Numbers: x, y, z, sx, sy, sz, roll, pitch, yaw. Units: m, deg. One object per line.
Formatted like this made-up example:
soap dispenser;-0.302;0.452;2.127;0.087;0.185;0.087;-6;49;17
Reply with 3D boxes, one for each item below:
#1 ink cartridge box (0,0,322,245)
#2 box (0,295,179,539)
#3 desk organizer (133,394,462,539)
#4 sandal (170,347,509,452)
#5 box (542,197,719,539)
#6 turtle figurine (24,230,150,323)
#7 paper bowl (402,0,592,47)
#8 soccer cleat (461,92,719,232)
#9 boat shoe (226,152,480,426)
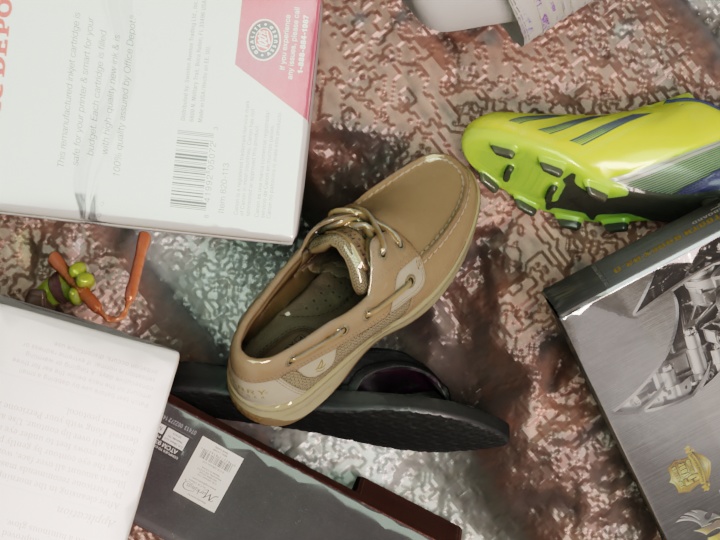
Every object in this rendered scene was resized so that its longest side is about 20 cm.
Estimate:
ink cartridge box;-0.126;-0.097;1.567;0.199;0.083;0.147;6;90;-1
box;-0.186;0.120;1.476;0.106;0.152;0.201;16;90;-17
desk organizer;-0.043;0.138;1.567;0.199;0.077;0.072;27;98;0
sandal;-0.011;0.066;1.577;0.199;0.075;0.048;10;73;0
box;0.213;0.063;1.552;0.158;0.048;0.201;-27;112;-1
turtle figurine;-0.215;0.043;1.576;0.161;0.064;0.201;28;87;-17
paper bowl;0.044;-0.212;1.509;0.104;0.201;0.201;-34;90;0
soccer cleat;0.158;-0.067;1.589;0.199;0.065;0.084;10;62;4
boat shoe;0.000;0.000;1.545;0.071;0.065;0.200;29;62;21
